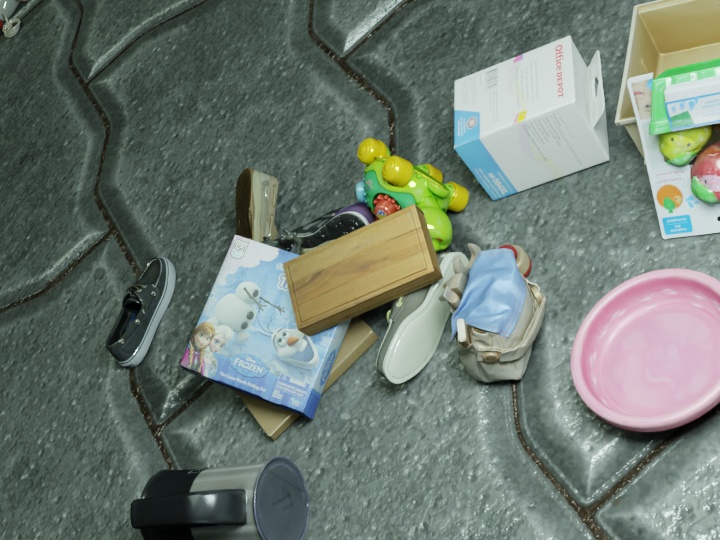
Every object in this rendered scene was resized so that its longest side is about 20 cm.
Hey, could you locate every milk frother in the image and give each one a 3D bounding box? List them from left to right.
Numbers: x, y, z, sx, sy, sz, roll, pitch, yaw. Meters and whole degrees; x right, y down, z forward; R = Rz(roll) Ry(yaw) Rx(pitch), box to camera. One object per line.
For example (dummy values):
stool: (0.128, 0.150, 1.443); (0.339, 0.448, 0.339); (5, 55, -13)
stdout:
milk frother: (-0.177, 0.346, 1.452); (0.187, 0.180, 0.202); (-12, 92, 31)

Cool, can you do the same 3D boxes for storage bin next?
storage bin: (0.441, -0.251, 1.481); (0.197, 0.094, 0.202); (-8, 51, 34)

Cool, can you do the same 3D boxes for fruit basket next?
fruit basket: (0.410, -0.140, 1.351); (0.184, 0.202, 0.094); (-6, 11, 33)

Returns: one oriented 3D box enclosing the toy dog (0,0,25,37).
toy dog: (-0.878, -0.642, 2.838); (0.131, 0.096, 0.202); (-18, 47, 26)

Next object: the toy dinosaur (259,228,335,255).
toy dinosaur: (-0.095, -0.019, 1.683); (0.199, 0.088, 0.048); (-32, 24, 35)

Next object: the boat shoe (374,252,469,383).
boat shoe: (0.072, 0.059, 1.527); (0.060, 0.072, 0.203); (7, 55, 43)

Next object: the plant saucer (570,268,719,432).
plant saucer: (0.334, 0.094, 1.307); (0.199, 0.051, 0.202); (-20, 46, 23)

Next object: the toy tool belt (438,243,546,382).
toy tool belt: (0.160, 0.028, 1.442); (0.124, 0.123, 0.202); (-10, 50, 31)

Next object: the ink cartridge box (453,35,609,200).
ink cartridge box: (0.239, -0.204, 1.574); (0.198, 0.125, 0.130); (-17, 47, 26)

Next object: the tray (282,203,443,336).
tray: (0.000, 0.000, 1.527); (0.198, 0.037, 0.100); (-24, 63, 18)

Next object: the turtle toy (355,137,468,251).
turtle toy: (0.068, -0.095, 1.616); (0.102, 0.145, 0.200); (-61, 35, 11)

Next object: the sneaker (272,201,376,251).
sneaker: (-0.049, -0.046, 1.726); (0.199, 0.076, 0.088); (-19, 17, 34)

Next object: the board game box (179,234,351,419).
board game box: (-0.119, 0.073, 1.598); (0.198, 0.043, 0.201); (17, 76, 22)

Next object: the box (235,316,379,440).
box: (-0.086, 0.117, 1.636); (0.200, 0.021, 0.163); (-44, 42, -3)

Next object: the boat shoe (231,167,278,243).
boat shoe: (-0.155, -0.055, 1.797); (0.072, 0.064, 0.202); (-24, 61, 51)

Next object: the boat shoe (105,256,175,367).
boat shoe: (-0.348, 0.055, 1.866); (0.068, 0.057, 0.202); (-10, 51, 32)
